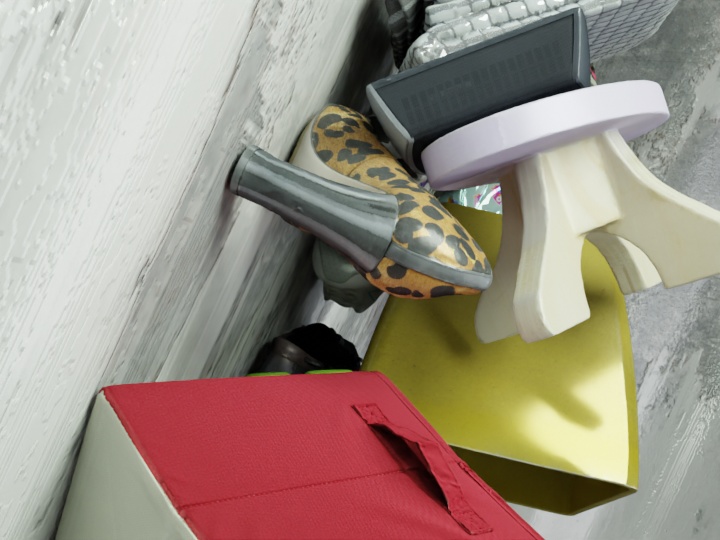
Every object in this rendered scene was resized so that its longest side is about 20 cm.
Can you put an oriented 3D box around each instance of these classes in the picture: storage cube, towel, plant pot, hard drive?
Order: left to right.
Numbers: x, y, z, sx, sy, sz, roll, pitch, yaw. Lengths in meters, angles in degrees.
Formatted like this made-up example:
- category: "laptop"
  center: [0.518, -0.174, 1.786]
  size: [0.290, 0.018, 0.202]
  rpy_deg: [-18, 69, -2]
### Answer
- category: "storage cube"
  center: [-0.040, 0.173, 0.530]
  size: [0.178, 0.171, 0.202]
  rpy_deg: [3, 119, -42]
- category: "hard drive"
  center: [0.079, -0.100, 0.660]
  size: [0.200, 0.133, 0.043]
  rpy_deg: [5, 67, -81]
- category: "plant pot"
  center: [0.098, 0.066, 0.808]
  size: [0.200, 0.196, 0.179]
  rpy_deg: [99, 5, -72]
- category: "towel"
  center: [0.107, -0.177, 0.691]
  size: [0.166, 0.197, 0.087]
  rpy_deg: [84, -13, -85]

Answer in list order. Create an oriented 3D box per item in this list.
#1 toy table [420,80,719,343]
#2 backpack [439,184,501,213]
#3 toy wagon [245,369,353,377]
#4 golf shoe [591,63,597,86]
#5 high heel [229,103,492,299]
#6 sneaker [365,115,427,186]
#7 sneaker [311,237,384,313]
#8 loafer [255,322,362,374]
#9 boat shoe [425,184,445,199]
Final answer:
- category: "toy table"
  center: [0.126, -0.033, 0.639]
  size: [0.198, 0.119, 0.183]
  rpy_deg: [-17, 176, -39]
- category: "backpack"
  center: [0.140, -0.097, 1.188]
  size: [0.166, 0.126, 0.202]
  rpy_deg: [15, -104, 60]
- category: "toy wagon"
  center: [-0.056, 0.147, 0.716]
  size: [0.039, 0.198, 0.158]
  rpy_deg: [2, 84, -40]
- category: "golf shoe"
  center: [0.165, -0.208, 0.919]
  size: [0.200, 0.076, 0.090]
  rpy_deg: [22, 72, -76]
- category: "high heel"
  center: [0.020, -0.035, 0.622]
  size: [0.072, 0.141, 0.200]
  rpy_deg: [-66, 172, 17]
- category: "sneaker"
  center: [0.029, -0.089, 0.841]
  size: [0.200, 0.080, 0.084]
  rpy_deg: [-39, 168, -52]
- category: "sneaker"
  center: [0.000, 0.000, 0.860]
  size: [0.081, 0.070, 0.200]
  rpy_deg: [-64, 173, 12]
- category: "loafer"
  center: [-0.034, 0.072, 0.861]
  size: [0.200, 0.071, 0.064]
  rpy_deg: [-24, 134, -73]
- category: "boat shoe"
  center: [0.088, -0.114, 1.092]
  size: [0.203, 0.063, 0.071]
  rpy_deg: [-66, 171, 6]
